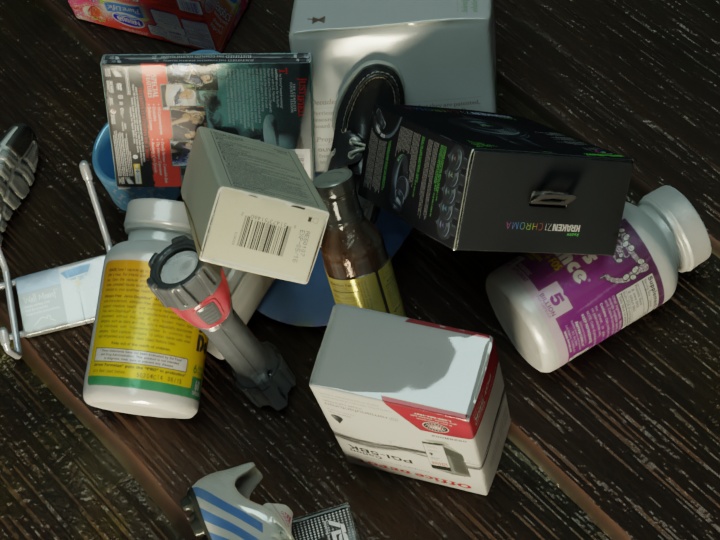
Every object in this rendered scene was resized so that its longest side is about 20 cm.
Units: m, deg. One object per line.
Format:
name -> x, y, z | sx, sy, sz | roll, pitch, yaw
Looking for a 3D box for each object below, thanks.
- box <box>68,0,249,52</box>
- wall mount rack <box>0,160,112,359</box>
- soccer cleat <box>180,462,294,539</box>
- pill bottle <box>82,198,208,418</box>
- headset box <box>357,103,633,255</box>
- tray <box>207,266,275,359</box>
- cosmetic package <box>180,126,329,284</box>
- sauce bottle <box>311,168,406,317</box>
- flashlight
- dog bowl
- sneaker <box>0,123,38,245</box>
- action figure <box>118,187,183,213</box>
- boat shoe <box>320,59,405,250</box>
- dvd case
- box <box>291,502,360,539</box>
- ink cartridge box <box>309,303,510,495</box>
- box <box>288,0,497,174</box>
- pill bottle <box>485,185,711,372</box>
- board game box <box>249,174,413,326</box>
box -> -0.237, -0.332, 1.696 | 0.200, 0.100, 0.096 | 16, 64, 18
wall mount rack -> -0.315, -0.008, 1.525 | 0.199, 0.075, 0.174 | -14, 74, 1
soccer cleat -> -0.087, 0.253, 1.298 | 0.086, 0.070, 0.200 | -27, 57, -7
pill bottle -> -0.199, 0.037, 1.442 | 0.112, 0.113, 0.201 | 4, 78, 12
headset box -> 0.122, -0.081, 1.349 | 0.174, 0.093, 0.200 | 2, 17, -27
tray -> -0.128, -0.020, 1.503 | 0.107, 0.022, 0.200 | 31, 88, 30
cosmetic package -> -0.101, -0.063, 1.361 | 0.103, 0.073, 0.200 | 14, 16, -15
sauce bottle -> 0.000, 0.000, 1.411 | 0.065, 0.200, 0.065 | -12, 25, 6
flashlight -> -0.127, 0.051, 1.398 | 0.068, 0.200, 0.068 | 7, 58, 32
dog bowl -> -0.194, -0.148, 1.539 | 0.200, 0.050, 0.112 | -41, 56, 4
sneaker -> -0.431, -0.079, 1.601 | 0.115, 0.075, 0.200 | 9, 63, 17
action figure -> -0.171, -0.108, 1.578 | 0.200, 0.069, 0.130 | -29, 66, 6
boat shoe -> -0.001, -0.101, 1.430 | 0.074, 0.200, 0.060 | 15, 23, -12
dvd case -> -0.145, -0.144, 1.447 | 0.199, 0.146, 0.022 | 0, 38, 1
box -> -0.075, 0.328, 1.320 | 0.193, 0.048, 0.200 | -17, 59, 2
ink cartridge box -> 0.049, 0.119, 1.331 | 0.146, 0.200, 0.083 | 11, 66, 16
box -> 0.039, -0.226, 1.516 | 0.199, 0.172, 0.199 | -4, 39, 7
pill bottle -> 0.229, 0.002, 1.418 | 0.200, 0.112, 0.112 | -31, 60, -9
board game box -> -0.036, -0.028, 1.525 | 0.158, 0.039, 0.200 | 29, 76, 22
